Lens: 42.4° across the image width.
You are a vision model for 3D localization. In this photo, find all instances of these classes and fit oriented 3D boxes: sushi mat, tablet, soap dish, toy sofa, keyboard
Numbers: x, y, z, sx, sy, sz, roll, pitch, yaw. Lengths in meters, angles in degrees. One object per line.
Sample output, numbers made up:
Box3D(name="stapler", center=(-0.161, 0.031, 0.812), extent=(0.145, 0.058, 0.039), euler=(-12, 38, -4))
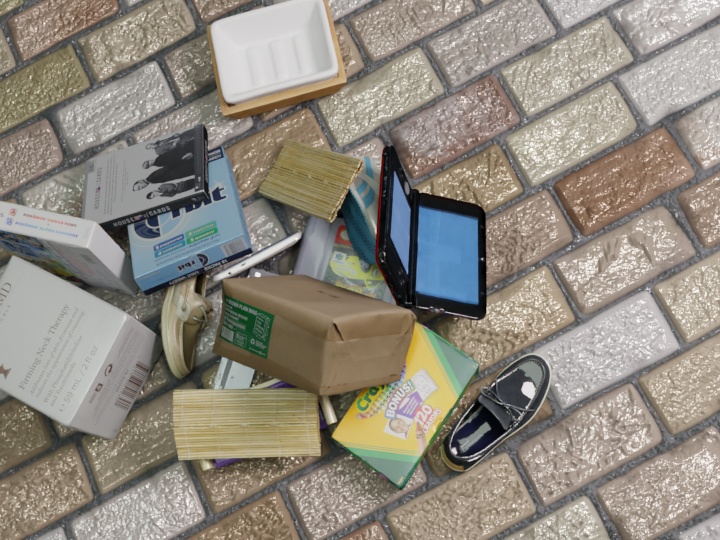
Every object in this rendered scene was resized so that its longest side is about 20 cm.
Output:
Box3D(name="sushi mat", center=(-0.075, -0.133, 1.344), extent=(0.199, 0.012, 0.097), euler=(24, 80, 50))
Box3D(name="tablet", center=(-0.139, -0.021, 1.297), extent=(0.128, 0.200, 0.014), euler=(-27, 94, -1))
Box3D(name="sushi mat", center=(-0.151, 0.204, 1.239), extent=(0.196, 0.012, 0.098), euler=(-1, 103, -2))
Box3D(name="soap dish", center=(-0.129, -0.328, 1.438), extent=(0.196, 0.081, 0.160), euler=(-14, 73, 3))
Box3D(name="toy sofa", center=(-0.135, 0.205, 1.280), extent=(0.197, 0.098, 0.084), euler=(-20, 79, 1))
Box3D(name="keyboard", center=(-0.166, 0.097, 1.363), extent=(0.055, 0.011, 0.204), euler=(15, 77, 5))

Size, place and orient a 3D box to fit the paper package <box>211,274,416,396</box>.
Box3D(name="paper package", center=(-0.062, 0.080, 1.220), extent=(0.198, 0.189, 0.106), euler=(18, 101, 34))

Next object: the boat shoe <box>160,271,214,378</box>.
Box3D(name="boat shoe", center=(-0.249, 0.055, 1.354), extent=(0.064, 0.072, 0.204), euler=(-5, 69, 7))

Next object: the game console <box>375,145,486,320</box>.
Box3D(name="game console", center=(0.100, -0.054, 1.273), extent=(0.116, 0.173, 0.203), euler=(-8, 53, 16))

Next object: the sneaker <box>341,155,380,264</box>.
Box3D(name="sneaker", center=(0.015, -0.094, 1.331), extent=(0.079, 0.077, 0.202), euler=(-4, 50, -18))

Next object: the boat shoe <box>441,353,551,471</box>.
Box3D(name="boat shoe", center=(0.188, 0.192, 1.265), extent=(0.200, 0.062, 0.075), euler=(-43, 72, -7))

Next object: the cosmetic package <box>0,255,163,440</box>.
Box3D(name="cosmetic package", center=(-0.416, 0.113, 1.306), extent=(0.197, 0.167, 0.170), euler=(24, 79, 14))

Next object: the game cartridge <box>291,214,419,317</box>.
Box3D(name="game cartridge", center=(0.000, 0.000, 1.356), extent=(0.196, 0.041, 0.136), euler=(13, 80, 10))

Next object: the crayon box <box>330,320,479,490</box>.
Box3D(name="crayon box", center=(0.064, 0.184, 1.284), extent=(0.118, 0.058, 0.202), euler=(32, 81, 14))

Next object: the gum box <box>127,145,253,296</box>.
Box3D(name="gum box", center=(-0.257, -0.077, 1.364), extent=(0.167, 0.045, 0.202), euler=(-21, 48, 2))

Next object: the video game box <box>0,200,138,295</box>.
Box3D(name="video game box", center=(-0.429, -0.031, 1.332), extent=(0.179, 0.200, 0.048), euler=(10, 71, 9))

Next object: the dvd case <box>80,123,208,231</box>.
Box3D(name="dvd case", center=(-0.322, -0.137, 1.389), extent=(0.196, 0.025, 0.152), euler=(-16, 49, 8))
